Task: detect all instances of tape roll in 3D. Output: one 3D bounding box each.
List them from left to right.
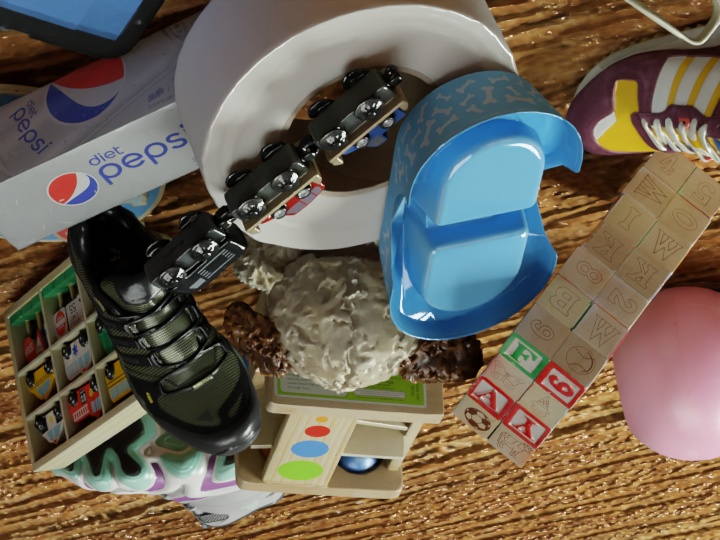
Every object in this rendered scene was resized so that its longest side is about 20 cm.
[{"bbox_3d":[-0.007,-0.106,1.475,0.201,0.071,0.203,-13,139,-12],"label":"tape roll"}]

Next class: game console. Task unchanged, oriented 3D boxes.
[{"bbox_3d":[-0.180,-0.170,1.405,0.118,0.171,0.200,38,134,-3],"label":"game console"}]

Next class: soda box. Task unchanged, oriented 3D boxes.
[{"bbox_3d":[-0.154,-0.090,1.550,0.199,0.064,0.068,-24,142,16],"label":"soda box"}]

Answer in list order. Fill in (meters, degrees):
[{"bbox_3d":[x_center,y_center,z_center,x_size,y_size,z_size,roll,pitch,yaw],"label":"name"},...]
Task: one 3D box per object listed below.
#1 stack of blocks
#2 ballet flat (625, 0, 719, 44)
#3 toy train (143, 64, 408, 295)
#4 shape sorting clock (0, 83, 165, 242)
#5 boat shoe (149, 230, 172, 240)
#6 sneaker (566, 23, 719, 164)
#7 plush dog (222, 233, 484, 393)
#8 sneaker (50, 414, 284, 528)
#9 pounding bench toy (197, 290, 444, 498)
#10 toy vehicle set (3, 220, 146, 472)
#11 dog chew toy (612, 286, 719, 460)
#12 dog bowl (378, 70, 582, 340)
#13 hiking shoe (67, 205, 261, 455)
[{"bbox_3d":[0.151,0.021,1.600,0.058,0.200,0.115,38,146,4],"label":"stack of blocks"},{"bbox_3d":[0.219,-0.160,1.424,0.199,0.069,0.068,15,-169,-8],"label":"ballet flat"},{"bbox_3d":[-0.046,-0.051,1.436,0.200,0.034,0.046,-40,141,20],"label":"toy train"},{"bbox_3d":[-0.231,-0.068,1.660,0.199,0.039,0.200,4,148,2],"label":"shape sorting clock"},{"bbox_3d":[-0.161,0.033,1.793,0.066,0.072,0.201,7,148,-27],"label":"boat shoe"},{"bbox_3d":[0.210,-0.097,1.507,0.199,0.090,0.075,-21,140,34],"label":"sneaker"},{"bbox_3d":[0.000,0.000,1.612,0.199,0.173,0.161,2,148,5],"label":"plush dog"},{"bbox_3d":[-0.149,0.171,1.996,0.199,0.078,0.140,0,147,8],"label":"sneaker"},{"bbox_3d":[-0.057,0.078,1.771,0.199,0.125,0.156,4,149,-13],"label":"pounding bench toy"},{"bbox_3d":[-0.196,0.057,1.756,0.026,0.125,0.200,-4,162,-32],"label":"toy vehicle set"},{"bbox_3d":[0.281,0.063,1.736,0.199,0.125,0.125,-12,145,11],"label":"dog chew toy"},{"bbox_3d":[0.067,-0.041,1.489,0.111,0.050,0.200,-12,142,-17],"label":"dog bowl"},{"bbox_3d":[-0.138,0.036,1.613,0.076,0.200,0.101,-36,167,-3],"label":"hiking shoe"}]
